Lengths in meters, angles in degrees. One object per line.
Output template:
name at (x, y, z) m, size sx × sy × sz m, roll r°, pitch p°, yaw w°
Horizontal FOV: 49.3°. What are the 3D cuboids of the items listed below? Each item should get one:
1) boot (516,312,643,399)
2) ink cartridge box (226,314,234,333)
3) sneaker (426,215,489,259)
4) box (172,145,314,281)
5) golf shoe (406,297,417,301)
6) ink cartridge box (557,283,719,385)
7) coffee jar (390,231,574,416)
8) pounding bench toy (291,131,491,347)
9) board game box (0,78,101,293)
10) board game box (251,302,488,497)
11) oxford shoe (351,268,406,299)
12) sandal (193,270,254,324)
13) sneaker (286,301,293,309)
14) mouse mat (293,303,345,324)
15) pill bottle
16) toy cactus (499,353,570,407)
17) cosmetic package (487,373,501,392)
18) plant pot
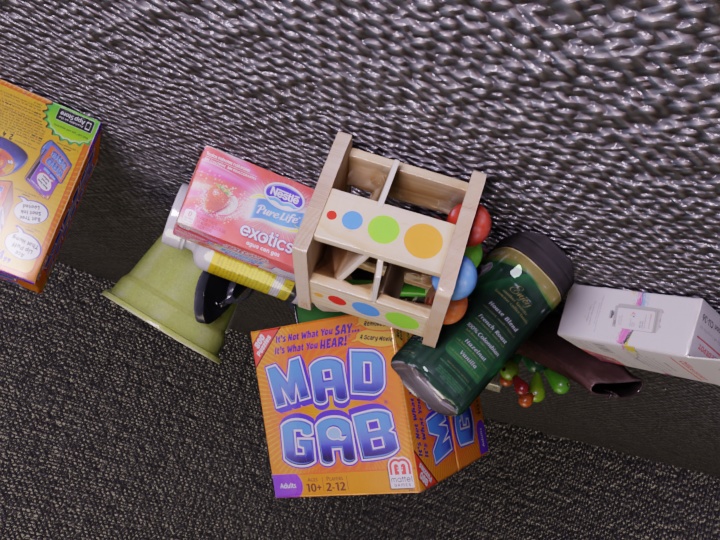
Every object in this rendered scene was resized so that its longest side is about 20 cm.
boot at (0.250, 0.099, 1.015) m, size 0.199 × 0.073 × 0.166 m, roll 9°, pitch -159°, yaw -28°
ink cartridge box at (-0.255, 0.037, 1.456) m, size 0.075 × 0.149 × 0.200 m, roll 16°, pitch 169°, yaw 4°
sneaker at (0.094, -0.004, 0.905) m, size 0.097 × 0.071 × 0.200 m, roll 6°, pitch 161°, yaw 45°
box at (-0.109, -0.055, 0.919) m, size 0.199 × 0.095 × 0.103 m, roll 21°, pitch 168°, yaw -13°
golf shoe at (0.043, 0.024, 1.156) m, size 0.087 × 0.078 × 0.200 m, roll -17°, pitch 163°, yaw -17°
ink cartridge box at (0.342, 0.073, 0.886) m, size 0.199 × 0.068 × 0.116 m, roll 9°, pitch 166°, yaw 46°
coffee jar at (0.127, 0.051, 0.802) m, size 0.085 × 0.200 × 0.104 m, roll 45°, pitch 167°, yaw -3°
pounding bench toy at (0.033, -0.006, 0.748) m, size 0.155 × 0.125 × 0.200 m, roll 17°, pitch 155°, yaw 6°
board game box at (-0.446, -0.106, 0.941) m, size 0.199 × 0.201 × 0.200 m, roll 22°, pitch 168°, yaw -17°
board game box at (0.015, 0.153, 0.971) m, size 0.199 × 0.202 × 0.199 m, roll -12°, pitch 175°, yaw 31°
oxford shoe at (0.000, 0.000, 1.040) m, size 0.199 × 0.085 × 0.073 m, roll -14°, pitch -167°, yaw 36°
sandal at (-0.163, 0.001, 1.099) m, size 0.043 × 0.200 × 0.077 m, roll 14°, pitch 131°, yaw 27°
sneaker at (-0.076, 0.092, 1.353) m, size 0.070 × 0.109 × 0.199 m, roll 28°, pitch 165°, yaw -39°
mouse mat at (-0.036, 0.136, 1.123) m, size 0.007 × 0.202 × 0.161 m, roll -15°, pitch 169°, yaw 28°
pill bottle at (-0.150, -0.039, 1.021) m, size 0.199 × 0.112 × 0.111 m, roll 20°, pitch 169°, yaw -11°
toy cactus at (0.247, 0.115, 1.159) m, size 0.199 × 0.103 × 0.165 m, roll -13°, pitch -133°, yaw -42°
cosmetic package at (0.159, 0.129, 1.352) m, size 0.198 × 0.106 × 0.071 m, roll 14°, pitch 167°, yaw 12°
plant pot at (-0.247, 0.009, 1.168) m, size 0.199 × 0.185 × 0.200 m, roll 30°, pitch 169°, yaw 6°
